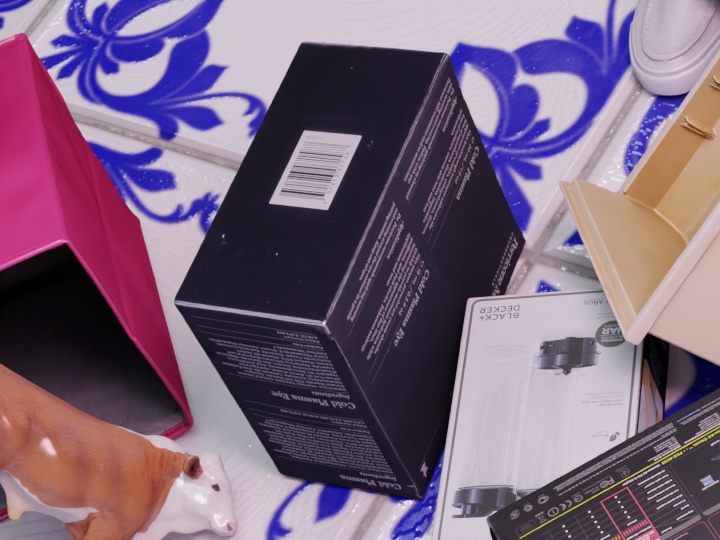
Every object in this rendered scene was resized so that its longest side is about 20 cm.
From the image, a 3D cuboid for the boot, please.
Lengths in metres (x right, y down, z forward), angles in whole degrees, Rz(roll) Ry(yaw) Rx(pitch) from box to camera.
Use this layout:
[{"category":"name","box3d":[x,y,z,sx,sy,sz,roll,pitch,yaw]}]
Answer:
[{"category":"boot","box3d":[0.214,-0.218,1.477,0.073,0.096,0.201,3,55,25]}]

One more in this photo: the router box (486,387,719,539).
[{"category":"router box","box3d":[0.180,0.140,1.126,0.199,0.062,0.150,-29,33,0]}]

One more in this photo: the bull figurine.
[{"category":"bull figurine","box3d":[-0.173,0.131,1.340,0.122,0.199,0.065,-64,17,-13]}]

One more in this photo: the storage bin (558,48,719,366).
[{"category":"storage bin","box3d":[0.218,-0.072,1.270,0.201,0.093,0.199,-57,23,22]}]

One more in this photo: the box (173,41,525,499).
[{"category":"box","box3d":[0.000,0.000,1.337,0.103,0.183,0.201,7,56,28]}]

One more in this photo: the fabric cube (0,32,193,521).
[{"category":"fabric cube","box3d":[-0.245,0.013,1.424,0.195,0.200,0.200,-25,45,4]}]

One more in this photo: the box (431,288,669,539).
[{"category":"box","box3d":[0.109,0.109,1.284,0.116,0.060,0.201,-6,51,19]}]
